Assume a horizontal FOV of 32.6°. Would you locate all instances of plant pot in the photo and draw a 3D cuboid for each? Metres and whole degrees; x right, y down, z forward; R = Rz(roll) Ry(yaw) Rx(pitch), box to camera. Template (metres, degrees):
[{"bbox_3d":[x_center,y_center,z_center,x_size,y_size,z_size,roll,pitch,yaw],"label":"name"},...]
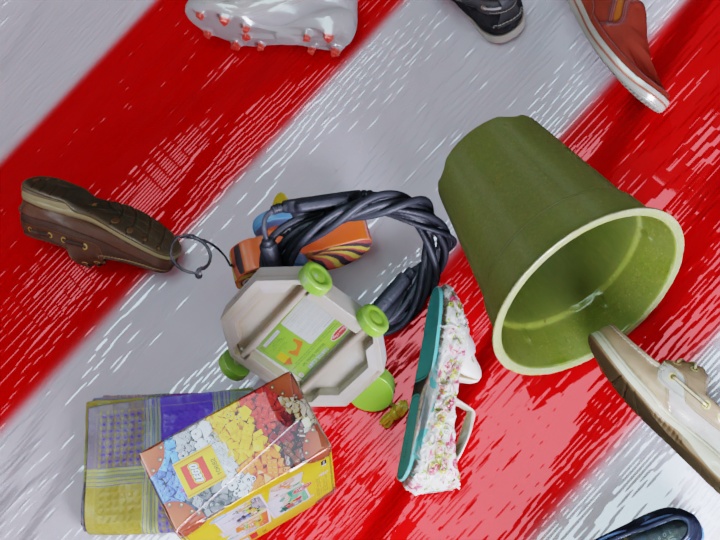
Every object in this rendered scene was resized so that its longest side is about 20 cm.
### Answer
[{"bbox_3d":[0.166,-0.040,1.152,0.199,0.200,0.191,-34,52,2],"label":"plant pot"}]

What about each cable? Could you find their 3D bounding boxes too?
[{"bbox_3d":[0.000,0.000,1.194,0.196,0.166,0.051,-8,23,-9],"label":"cable"}]

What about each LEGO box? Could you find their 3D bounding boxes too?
[{"bbox_3d":[-0.104,0.184,1.111,0.147,0.200,0.078,-28,71,-11],"label":"LEGO box"}]

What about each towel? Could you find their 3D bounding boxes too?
[{"bbox_3d":[-0.193,0.193,1.250,0.197,0.023,0.146,-4,69,15],"label":"towel"}]

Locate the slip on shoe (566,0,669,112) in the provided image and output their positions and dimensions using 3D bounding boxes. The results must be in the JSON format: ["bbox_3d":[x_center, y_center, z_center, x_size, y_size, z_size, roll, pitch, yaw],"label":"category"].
[{"bbox_3d":[0.261,-0.244,1.239,0.061,0.074,0.202,-34,59,22],"label":"slip on shoe"}]

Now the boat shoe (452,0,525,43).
[{"bbox_3d":[0.102,-0.330,1.325,0.072,0.068,0.200,-42,63,1],"label":"boat shoe"}]

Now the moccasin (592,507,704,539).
[{"bbox_3d":[0.206,0.263,1.078,0.199,0.068,0.081,-38,65,1],"label":"moccasin"}]

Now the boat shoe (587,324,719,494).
[{"bbox_3d":[0.289,0.118,1.108,0.066,0.074,0.200,-41,75,-5],"label":"boat shoe"}]

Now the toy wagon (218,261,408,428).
[{"bbox_3d":[-0.038,0.080,1.187,0.155,0.199,0.040,-44,19,34],"label":"toy wagon"}]

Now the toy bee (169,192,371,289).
[{"bbox_3d":[-0.092,-0.018,1.264,0.197,0.109,0.133,11,64,-6],"label":"toy bee"}]

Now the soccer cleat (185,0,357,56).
[{"bbox_3d":[-0.097,-0.288,1.373,0.197,0.069,0.079,9,69,12],"label":"soccer cleat"}]

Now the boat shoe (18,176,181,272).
[{"bbox_3d":[-0.285,-0.038,1.343,0.198,0.072,0.069,22,111,14],"label":"boat shoe"}]

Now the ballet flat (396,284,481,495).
[{"bbox_3d":[0.081,0.117,1.179,0.063,0.076,0.203,14,78,-11],"label":"ballet flat"}]
